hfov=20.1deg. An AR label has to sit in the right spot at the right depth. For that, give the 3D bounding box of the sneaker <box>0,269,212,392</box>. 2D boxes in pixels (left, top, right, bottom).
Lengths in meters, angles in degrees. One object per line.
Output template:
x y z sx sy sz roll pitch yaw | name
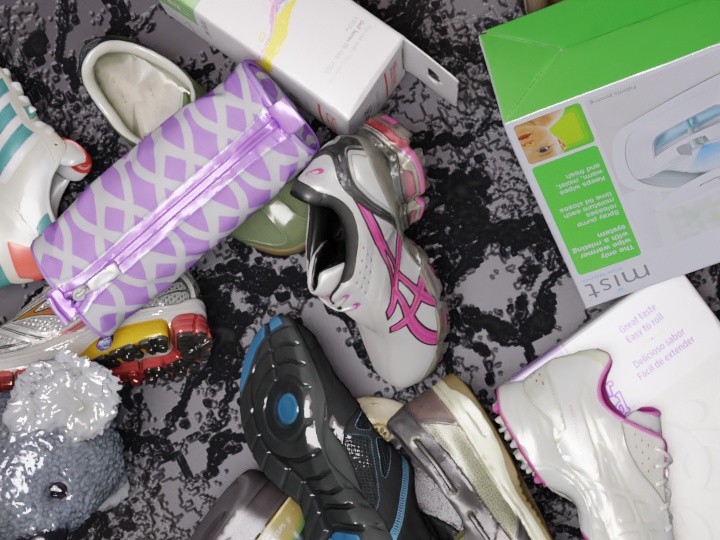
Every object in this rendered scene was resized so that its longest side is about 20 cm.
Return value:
-0.196 0.043 1.360 0.199 0.078 0.082 -14 61 9 | sneaker

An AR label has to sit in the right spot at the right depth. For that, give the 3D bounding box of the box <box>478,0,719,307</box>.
0.198 -0.094 1.256 0.200 0.097 0.177 -19 132 10 | box

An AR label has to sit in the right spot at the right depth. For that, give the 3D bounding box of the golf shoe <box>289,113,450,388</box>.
0.000 0.000 1.293 0.092 0.073 0.200 -33 130 -26 | golf shoe

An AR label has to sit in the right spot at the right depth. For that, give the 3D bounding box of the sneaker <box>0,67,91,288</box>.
-0.227 -0.087 1.350 0.093 0.070 0.200 -11 78 2 | sneaker

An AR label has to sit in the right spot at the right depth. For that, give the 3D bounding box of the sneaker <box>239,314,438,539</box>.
-0.015 0.120 1.307 0.073 0.082 0.200 -42 60 38 | sneaker

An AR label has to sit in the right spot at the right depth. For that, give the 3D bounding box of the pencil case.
-0.117 -0.044 1.266 0.200 0.086 0.084 -42 94 8 | pencil case

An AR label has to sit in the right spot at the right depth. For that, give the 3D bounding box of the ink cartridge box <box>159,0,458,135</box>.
-0.035 -0.147 1.316 0.200 0.117 0.067 35 88 5 | ink cartridge box

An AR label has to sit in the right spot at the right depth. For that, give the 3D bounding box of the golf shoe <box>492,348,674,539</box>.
0.167 0.139 1.264 0.091 0.075 0.200 -35 88 2 | golf shoe

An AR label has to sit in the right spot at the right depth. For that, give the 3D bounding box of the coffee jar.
-0.022 0.221 1.328 0.200 0.085 0.104 35 92 5 | coffee jar

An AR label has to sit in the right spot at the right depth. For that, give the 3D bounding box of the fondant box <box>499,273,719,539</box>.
0.203 0.117 1.324 0.144 0.058 0.200 -36 86 4 | fondant box

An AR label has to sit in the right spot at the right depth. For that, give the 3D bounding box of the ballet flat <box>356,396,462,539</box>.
0.064 0.158 1.335 0.066 0.057 0.200 -44 86 3 | ballet flat

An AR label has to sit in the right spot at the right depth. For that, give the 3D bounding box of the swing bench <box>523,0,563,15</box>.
0.195 -0.229 1.280 0.198 0.200 0.130 -10 45 3 | swing bench

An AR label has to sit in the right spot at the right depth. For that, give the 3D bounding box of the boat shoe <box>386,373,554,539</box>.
0.083 0.165 1.281 0.066 0.072 0.201 -28 88 -2 | boat shoe

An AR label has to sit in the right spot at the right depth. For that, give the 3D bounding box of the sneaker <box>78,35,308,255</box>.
-0.111 -0.082 1.336 0.200 0.090 0.067 42 92 4 | sneaker

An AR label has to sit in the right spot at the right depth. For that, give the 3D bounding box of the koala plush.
-0.242 0.129 1.293 0.200 0.178 0.184 -17 55 -11 | koala plush
